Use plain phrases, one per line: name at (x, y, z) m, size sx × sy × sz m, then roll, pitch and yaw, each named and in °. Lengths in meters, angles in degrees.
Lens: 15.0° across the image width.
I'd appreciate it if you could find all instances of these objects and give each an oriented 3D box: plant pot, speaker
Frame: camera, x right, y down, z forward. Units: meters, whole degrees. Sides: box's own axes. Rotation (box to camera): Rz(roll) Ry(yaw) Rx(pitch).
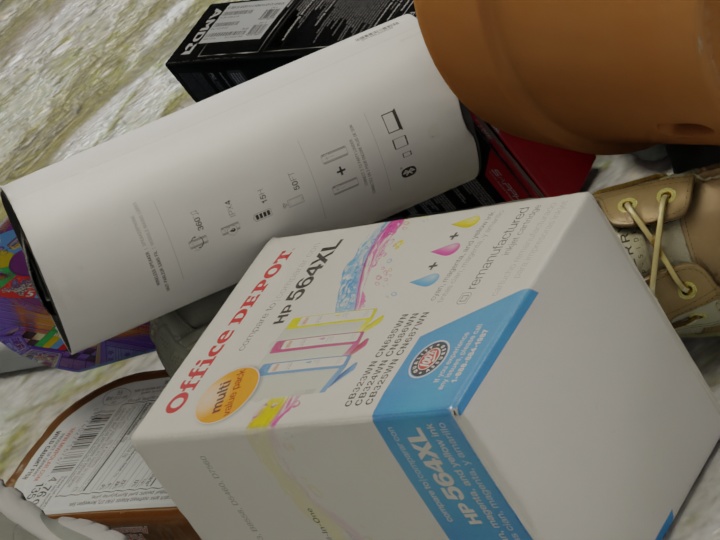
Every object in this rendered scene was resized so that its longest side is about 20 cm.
plant pot at (0.140, -0.135, 1.132) m, size 0.200 × 0.200 × 0.140 m, roll -44°, pitch 38°, yaw -20°
speaker at (-0.053, -0.037, 1.191) m, size 0.200 × 0.081 × 0.081 m, roll -24°, pitch 25°, yaw -9°

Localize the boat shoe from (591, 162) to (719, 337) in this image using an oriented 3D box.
boat shoe at (0.122, -0.002, 1.142) m, size 0.200 × 0.074 × 0.066 m, roll -23°, pitch -13°, yaw 39°

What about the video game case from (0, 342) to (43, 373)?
video game case at (-0.120, -0.017, 1.524) m, size 0.200 × 0.022 × 0.182 m, roll -12°, pitch 33°, yaw 39°

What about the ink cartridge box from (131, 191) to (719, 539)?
ink cartridge box at (0.017, 0.065, 1.106) m, size 0.200 × 0.125 × 0.129 m, roll -8°, pitch 36°, yaw 41°

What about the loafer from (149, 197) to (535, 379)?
loafer at (0.000, 0.000, 1.245) m, size 0.200 × 0.070 × 0.070 m, roll -15°, pitch 54°, yaw -14°

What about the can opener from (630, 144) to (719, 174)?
can opener at (0.157, -0.058, 1.259) m, size 0.200 × 0.053 × 0.067 m, roll -102°, pitch 36°, yaw -64°

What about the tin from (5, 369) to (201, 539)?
tin at (-0.088, 0.092, 1.285) m, size 0.200 × 0.042 × 0.112 m, roll -8°, pitch 40°, yaw 42°

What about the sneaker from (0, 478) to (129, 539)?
sneaker at (-0.166, 0.146, 1.235) m, size 0.082 × 0.075 × 0.200 m, roll -46°, pitch 29°, yaw -27°

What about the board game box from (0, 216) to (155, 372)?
board game box at (-0.080, 0.007, 1.289) m, size 0.200 × 0.158 × 0.039 m, roll -16°, pitch 58°, yaw -4°

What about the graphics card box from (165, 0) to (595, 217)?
graphics card box at (0.008, -0.080, 1.365) m, size 0.200 × 0.126 × 0.051 m, roll -1°, pitch 47°, yaw 49°
